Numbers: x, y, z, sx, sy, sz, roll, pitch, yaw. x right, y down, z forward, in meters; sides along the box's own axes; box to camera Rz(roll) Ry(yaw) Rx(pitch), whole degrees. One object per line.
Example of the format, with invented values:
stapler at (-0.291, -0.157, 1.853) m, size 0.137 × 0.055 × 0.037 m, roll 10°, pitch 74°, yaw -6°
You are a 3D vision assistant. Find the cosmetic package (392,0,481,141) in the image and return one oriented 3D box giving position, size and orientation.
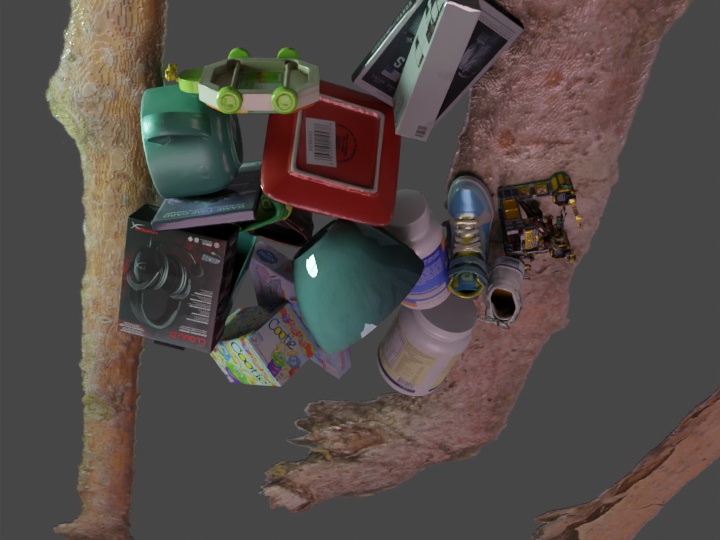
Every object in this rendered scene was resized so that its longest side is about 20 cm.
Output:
cosmetic package at (0.093, -0.276, 0.984) m, size 0.050 × 0.083 × 0.201 m, roll 11°, pitch 135°, yaw -11°

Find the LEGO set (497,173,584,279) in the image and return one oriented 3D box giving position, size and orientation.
LEGO set at (0.297, -0.053, 1.253) m, size 0.151 × 0.117 × 0.201 m, roll -3°, pitch 139°, yaw 0°

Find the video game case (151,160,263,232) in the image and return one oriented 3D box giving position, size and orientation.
video game case at (-0.212, -0.112, 1.095) m, size 0.141 × 0.201 × 0.019 m, roll -7°, pitch 118°, yaw 3°

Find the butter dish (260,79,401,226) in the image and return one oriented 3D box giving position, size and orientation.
butter dish at (-0.055, -0.156, 1.095) m, size 0.197 × 0.203 × 0.148 m, roll 13°, pitch 160°, yaw -19°

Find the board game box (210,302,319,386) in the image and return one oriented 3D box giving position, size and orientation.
board game box at (-0.183, 0.134, 1.352) m, size 0.199 × 0.103 × 0.106 m, roll -10°, pitch 117°, yaw 55°

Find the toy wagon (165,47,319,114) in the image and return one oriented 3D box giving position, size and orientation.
toy wagon at (-0.152, -0.245, 0.978) m, size 0.197 × 0.156 × 0.040 m, roll -1°, pitch 125°, yaw -2°

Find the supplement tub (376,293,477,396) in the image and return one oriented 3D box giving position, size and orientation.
supplement tub at (0.124, 0.127, 1.422) m, size 0.143 × 0.146 × 0.201 m, roll 11°, pitch 136°, yaw -15°

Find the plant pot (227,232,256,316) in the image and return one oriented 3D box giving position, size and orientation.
plant pot at (-0.271, 0.029, 1.274) m, size 0.140 × 0.143 × 0.201 m, roll 19°, pitch 145°, yaw -1°

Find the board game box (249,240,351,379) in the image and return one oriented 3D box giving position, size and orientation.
board game box at (-0.106, 0.071, 1.327) m, size 0.198 × 0.041 × 0.201 m, roll 31°, pitch 146°, yaw 28°

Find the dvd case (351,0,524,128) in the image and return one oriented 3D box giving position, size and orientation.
dvd case at (0.103, -0.299, 1.037) m, size 0.149 × 0.025 × 0.200 m, roll 24°, pitch 131°, yaw -27°

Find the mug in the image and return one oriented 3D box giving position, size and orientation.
mug at (-0.225, -0.174, 1.034) m, size 0.113 × 0.186 × 0.154 m, roll -7°, pitch 123°, yaw 0°

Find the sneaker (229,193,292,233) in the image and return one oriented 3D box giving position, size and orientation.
sneaker at (-0.203, -0.094, 1.140) m, size 0.197 × 0.084 × 0.075 m, roll -9°, pitch 101°, yaw 4°

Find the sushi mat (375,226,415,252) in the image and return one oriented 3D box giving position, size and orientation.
sushi mat at (0.000, 0.000, 1.237) m, size 0.095 × 0.012 × 0.200 m, roll 37°, pitch 133°, yaw -9°

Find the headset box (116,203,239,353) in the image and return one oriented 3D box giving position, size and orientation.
headset box at (-0.269, 0.021, 1.108) m, size 0.147 × 0.077 × 0.203 m, roll 14°, pitch 110°, yaw 1°

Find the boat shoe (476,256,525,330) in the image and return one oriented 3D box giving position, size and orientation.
boat shoe at (0.240, 0.062, 1.276) m, size 0.074 × 0.087 × 0.203 m, roll 15°, pitch 154°, yaw 10°

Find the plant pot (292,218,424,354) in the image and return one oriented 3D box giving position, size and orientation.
plant pot at (-0.024, 0.004, 1.112) m, size 0.199 × 0.201 × 0.135 m, roll -36°, pitch 102°, yaw 31°

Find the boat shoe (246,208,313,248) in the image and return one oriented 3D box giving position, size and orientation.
boat shoe at (-0.167, -0.091, 1.217) m, size 0.197 × 0.071 × 0.071 m, roll 15°, pitch 139°, yaw -17°

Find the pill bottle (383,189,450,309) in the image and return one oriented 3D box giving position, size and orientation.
pill bottle at (0.090, -0.036, 1.263) m, size 0.110 × 0.113 × 0.201 m, roll -10°, pitch 138°, yaw 8°

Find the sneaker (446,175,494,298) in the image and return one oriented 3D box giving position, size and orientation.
sneaker at (0.178, -0.043, 1.231) m, size 0.078 × 0.131 × 0.202 m, roll -1°, pitch 128°, yaw 16°
